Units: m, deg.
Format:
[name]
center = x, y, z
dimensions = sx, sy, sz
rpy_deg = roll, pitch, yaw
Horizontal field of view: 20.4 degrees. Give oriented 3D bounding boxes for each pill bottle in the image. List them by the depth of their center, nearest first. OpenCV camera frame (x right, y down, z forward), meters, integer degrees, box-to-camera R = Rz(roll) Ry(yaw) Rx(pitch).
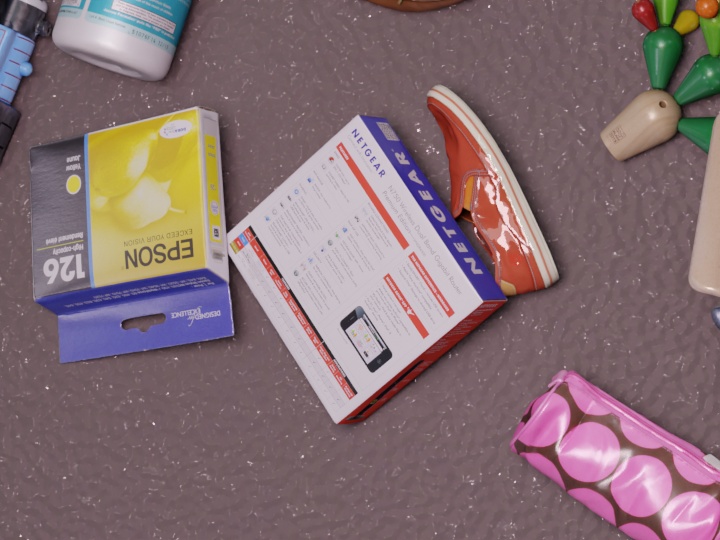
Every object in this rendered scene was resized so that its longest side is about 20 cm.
[pill bottle]
center = -0.197, -0.280, 1.805
dimensions = 0.111, 0.111, 0.200
rpy_deg = 18, 87, 19

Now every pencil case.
[pencil case]
center = 0.222, 0.158, 1.623
dimensions = 0.200, 0.091, 0.094
rpy_deg = 31, 126, 17

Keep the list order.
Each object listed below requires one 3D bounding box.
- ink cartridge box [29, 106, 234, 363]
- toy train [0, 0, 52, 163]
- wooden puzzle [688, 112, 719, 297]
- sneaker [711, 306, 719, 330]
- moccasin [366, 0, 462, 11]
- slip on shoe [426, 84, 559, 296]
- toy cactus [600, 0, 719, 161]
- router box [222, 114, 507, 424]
[ink cartridge box]
center = -0.208, -0.029, 1.781
dimensions = 0.197, 0.047, 0.200
rpy_deg = -10, 76, 30
[toy train]
center = -0.361, -0.189, 1.857
dimensions = 0.114, 0.087, 0.200
rpy_deg = 22, 86, 10
[wooden puzzle]
center = 0.356, -0.019, 1.571
dimensions = 0.200, 0.046, 0.185
rpy_deg = 21, 56, -8
[sneaker]
center = 0.338, 0.042, 1.622
dimensions = 0.086, 0.078, 0.200
rpy_deg = -29, 67, 23
[moccasin]
center = 0.011, -0.277, 1.758
dimensions = 0.201, 0.078, 0.074
rpy_deg = 18, 87, 19
[slip on shoe]
center = 0.101, -0.068, 1.701
dimensions = 0.061, 0.074, 0.200
rpy_deg = -26, 80, 0
[toy cactus]
center = 0.274, -0.146, 1.660
dimensions = 0.165, 0.102, 0.200
rpy_deg = -36, 83, 19
[router box]
center = 0.000, 0.000, 1.709
dimensions = 0.179, 0.049, 0.200
rpy_deg = -40, 72, 24
